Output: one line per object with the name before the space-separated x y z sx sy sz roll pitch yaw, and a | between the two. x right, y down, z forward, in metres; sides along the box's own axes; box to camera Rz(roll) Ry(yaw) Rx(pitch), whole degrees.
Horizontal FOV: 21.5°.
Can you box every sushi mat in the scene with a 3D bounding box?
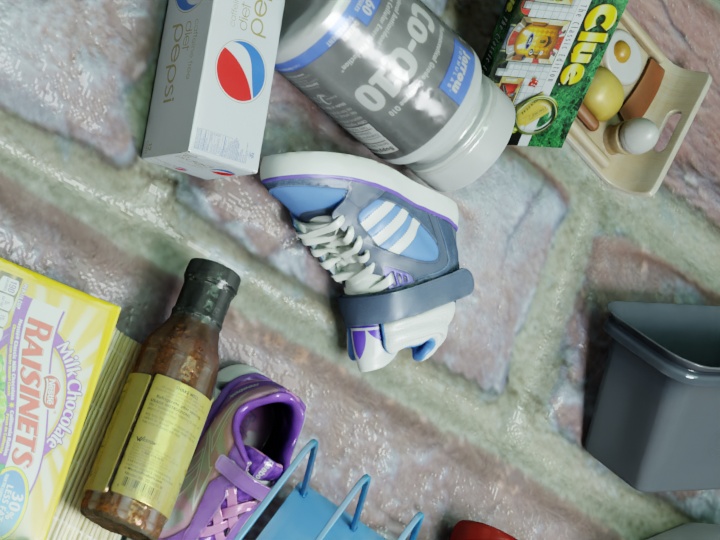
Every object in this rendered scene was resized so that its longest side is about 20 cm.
sushi mat | -0.194 0.141 1.336 0.095 0.012 0.201 33 68 -33

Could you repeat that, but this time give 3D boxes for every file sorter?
file sorter | 0.004 0.234 1.329 0.199 0.123 0.139 33 61 11

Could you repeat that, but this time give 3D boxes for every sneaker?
sneaker | 0.000 0.000 1.454 0.199 0.080 0.148 18 72 -42
sneaker | -0.098 0.158 1.363 0.080 0.088 0.201 37 67 -30

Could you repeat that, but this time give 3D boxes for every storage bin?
storage bin | 0.285 0.111 1.654 0.199 0.145 0.135 4 112 -38

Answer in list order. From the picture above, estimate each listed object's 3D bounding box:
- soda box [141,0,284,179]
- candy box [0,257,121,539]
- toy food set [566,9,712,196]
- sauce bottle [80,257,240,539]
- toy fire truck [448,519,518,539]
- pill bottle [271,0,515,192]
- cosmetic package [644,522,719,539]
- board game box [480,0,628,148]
soda box | -0.103 -0.172 1.390 0.063 0.068 0.202 16 78 -36
candy box | -0.239 0.101 1.286 0.102 0.026 0.202 24 73 -27
toy food set | 0.220 -0.181 1.652 0.200 0.060 0.144 44 63 -29
sauce bottle | -0.135 0.089 1.336 0.066 0.066 0.201 33 69 -32
toy fire truck | 0.143 0.282 1.497 0.200 0.167 0.113 39 65 -30
pill bottle | 0.022 -0.154 1.459 0.200 0.113 0.114 38 66 -30
cosmetic package | 0.304 0.337 1.623 0.166 0.166 0.202 -12 96 -38
board game box | 0.155 -0.188 1.538 0.104 0.024 0.201 -1 129 -31
